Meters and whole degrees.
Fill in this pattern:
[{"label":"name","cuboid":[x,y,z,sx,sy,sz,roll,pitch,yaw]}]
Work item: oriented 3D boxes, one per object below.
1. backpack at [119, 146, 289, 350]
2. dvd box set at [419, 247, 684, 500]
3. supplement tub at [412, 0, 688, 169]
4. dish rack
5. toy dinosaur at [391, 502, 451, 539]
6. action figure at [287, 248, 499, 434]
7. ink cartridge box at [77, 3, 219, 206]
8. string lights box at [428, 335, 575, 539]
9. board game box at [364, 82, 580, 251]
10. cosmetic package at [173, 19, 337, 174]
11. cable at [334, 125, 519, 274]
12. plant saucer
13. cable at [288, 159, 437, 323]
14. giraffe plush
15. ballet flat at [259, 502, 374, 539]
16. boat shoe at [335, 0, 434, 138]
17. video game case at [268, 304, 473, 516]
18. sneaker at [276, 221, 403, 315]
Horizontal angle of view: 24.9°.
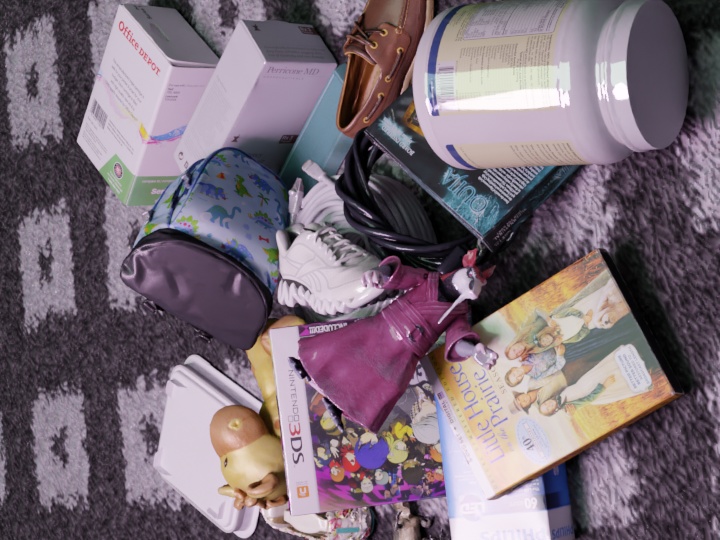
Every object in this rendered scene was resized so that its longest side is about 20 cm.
[{"label":"backpack","cuboid":[-0.150,-0.036,1.708,0.154,0.163,0.200,-55,12,18]},{"label":"dvd box set","cuboid":[0.164,0.092,1.431,0.200,0.029,0.147,-32,72,23]},{"label":"supplement tub","cuboid":[0.161,-0.160,1.377,0.199,0.145,0.146,0,92,35]},{"label":"dish rack","cuboid":[-0.183,0.209,1.934,0.200,0.043,0.172,30,114,46]},{"label":"toy dinosaur","cuboid":[0.057,0.299,1.635,0.088,0.047,0.201,168,97,-66]},{"label":"action figure","cuboid":[0.044,0.060,1.453,0.134,0.200,0.149,51,177,5]},{"label":"ink cartridge box","cuboid":[-0.255,-0.200,1.967,0.145,0.084,0.200,49,128,38]},{"label":"string lights box","cuboid":[0.129,0.155,1.500,0.102,0.059,0.201,-9,84,29]},{"label":"board game box","cuboid":[0.107,-0.121,1.507,0.135,0.028,0.200,-44,49,0]},{"label":"cosmetic package","cuboid":[-0.117,-0.175,1.785,0.074,0.101,0.200,59,135,31]},{"label":"cable","cuboid":[0.064,-0.083,1.555,0.163,0.051,0.200,-44,58,10]},{"label":"plant saucer","cuboid":[-0.048,-0.127,1.766,0.070,0.019,0.200,57,133,33]},{"label":"cable","cuboid":[0.000,0.000,1.672,0.200,0.069,0.201,25,112,47]},{"label":"giraffe plush","cuboid":[-0.085,0.167,1.675,0.200,0.162,0.173,44,160,21]},{"label":"ballet flat","cuboid":[-0.065,0.258,1.771,0.200,0.064,0.076,1,93,52]},{"label":"boat shoe","cuboid":[0.022,-0.224,1.632,0.072,0.067,0.201,31,115,46]},{"label":"video game case","cuboid":[0.019,0.134,1.564,0.036,0.199,0.182,122,142,-84]},{"label":"sneaker","cuboid":[-0.028,-0.004,1.566,0.200,0.075,0.081,7,109,58]}]
